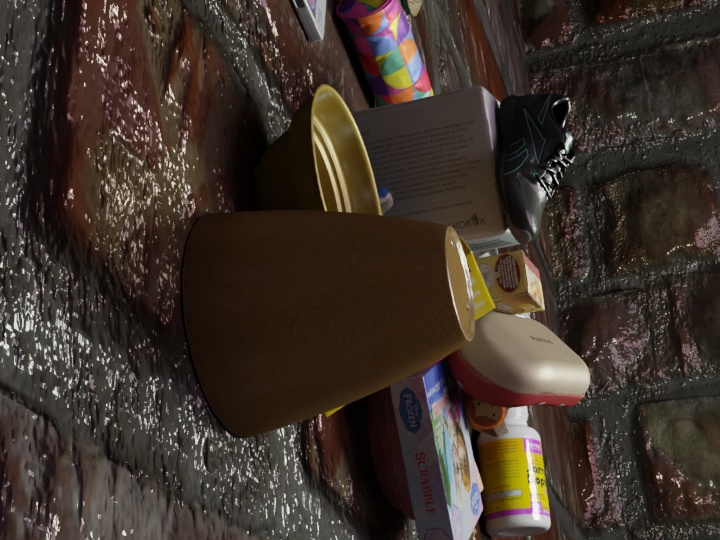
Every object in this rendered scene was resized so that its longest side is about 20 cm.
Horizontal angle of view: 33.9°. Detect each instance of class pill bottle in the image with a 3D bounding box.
[{"bbox_3d":[0.239,0.315,1.875,0.104,0.104,0.201,48,34,-63],"label":"pill bottle"}]

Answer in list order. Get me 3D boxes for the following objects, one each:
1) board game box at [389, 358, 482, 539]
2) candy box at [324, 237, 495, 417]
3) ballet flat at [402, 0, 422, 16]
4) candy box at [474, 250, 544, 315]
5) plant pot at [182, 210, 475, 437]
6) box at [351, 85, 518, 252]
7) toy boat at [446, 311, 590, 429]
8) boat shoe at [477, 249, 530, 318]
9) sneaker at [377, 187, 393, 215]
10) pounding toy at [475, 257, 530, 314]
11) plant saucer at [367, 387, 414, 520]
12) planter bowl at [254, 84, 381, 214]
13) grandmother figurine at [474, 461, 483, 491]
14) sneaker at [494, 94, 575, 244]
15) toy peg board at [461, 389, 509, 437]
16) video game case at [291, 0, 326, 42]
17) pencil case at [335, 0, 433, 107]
[{"bbox_3d":[0.088,0.201,1.320,0.200,0.041,0.201,-22,102,-75],"label":"board game box"},{"bbox_3d":[0.030,0.056,1.122,0.026,0.199,0.102,55,-2,36],"label":"candy box"},{"bbox_3d":[0.084,-0.515,1.932,0.071,0.065,0.201,-76,152,-57],"label":"ballet flat"},{"bbox_3d":[0.110,0.030,1.404,0.115,0.199,0.056,32,49,-69],"label":"candy box"},{"bbox_3d":[-0.015,0.027,0.953,0.186,0.199,0.188,-11,90,-74],"label":"plant pot"},{"bbox_3d":[0.086,-0.105,1.410,0.199,0.199,0.172,4,78,-73],"label":"box"},{"bbox_3d":[0.169,0.131,1.387,0.131,0.131,0.200,44,19,32],"label":"toy boat"},{"bbox_3d":[0.172,0.002,1.665,0.202,0.086,0.075,37,-6,9],"label":"boat shoe"},{"bbox_3d":[0.000,0.000,1.258,0.076,0.077,0.201,37,47,-71],"label":"sneaker"},{"bbox_3d":[0.165,0.054,1.774,0.200,0.141,0.185,34,62,-66],"label":"pounding toy"},{"bbox_3d":[0.053,0.195,1.374,0.200,0.051,0.202,-10,90,-75],"label":"plant saucer"},{"bbox_3d":[-0.046,-0.067,1.115,0.200,0.083,0.202,-12,90,-74],"label":"planter bowl"},{"bbox_3d":[0.121,0.219,1.591,0.121,0.060,0.201,-148,-135,-73],"label":"grandmother figurine"},{"bbox_3d":[0.191,-0.120,1.291,0.075,0.079,0.201,55,33,-49],"label":"sneaker"},{"bbox_3d":[0.167,0.104,1.572,0.200,0.097,0.200,142,-75,-84],"label":"toy peg board"},{"bbox_3d":[-0.079,-0.379,1.333,0.200,0.018,0.144,63,22,-47],"label":"video game case"},{"bbox_3d":[0.032,-0.288,1.566,0.200,0.088,0.089,66,20,-46],"label":"pencil case"}]
